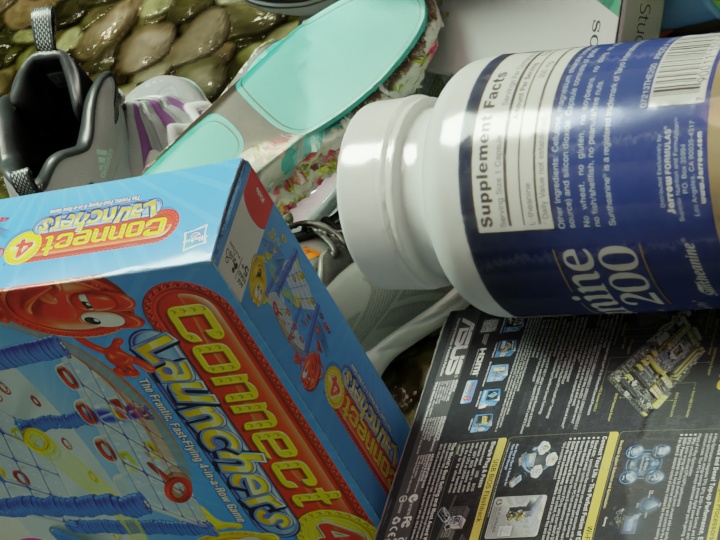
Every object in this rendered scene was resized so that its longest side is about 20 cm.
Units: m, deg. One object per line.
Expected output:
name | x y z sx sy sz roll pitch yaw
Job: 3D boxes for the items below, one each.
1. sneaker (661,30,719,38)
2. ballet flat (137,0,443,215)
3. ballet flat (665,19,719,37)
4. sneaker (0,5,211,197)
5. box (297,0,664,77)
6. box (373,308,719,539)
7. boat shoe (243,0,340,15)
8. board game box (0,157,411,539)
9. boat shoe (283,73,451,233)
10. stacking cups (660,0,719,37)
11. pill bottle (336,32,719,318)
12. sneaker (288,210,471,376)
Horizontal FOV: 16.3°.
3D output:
sneaker | 0.158 -0.080 1.142 0.199 0.077 0.081 -24 38 5
ballet flat | -0.040 -0.055 1.157 0.200 0.064 0.076 -39 56 -1
ballet flat | 0.175 -0.146 1.177 0.200 0.068 0.075 -38 28 27
sneaker | -0.131 -0.079 1.262 0.077 0.140 0.200 -15 32 16
box | 0.058 -0.159 1.150 0.199 0.036 0.145 13 98 42
box | 0.089 0.096 1.016 0.161 0.049 0.201 -8 43 29
boat shoe | 0.001 -0.167 1.142 0.199 0.056 0.069 -15 79 42
board game box | -0.097 0.053 1.059 0.195 0.200 0.056 -8 44 26
boat shoe | -0.028 -0.040 1.224 0.202 0.065 0.074 -40 39 -12
stacking cups | 0.147 -0.129 1.124 0.199 0.061 0.061 -15 39 40
pill bottle | 0.095 -0.037 1.038 0.199 0.111 0.111 -3 46 30
sneaker | 0.000 0.000 1.152 0.074 0.080 0.200 18 56 42
